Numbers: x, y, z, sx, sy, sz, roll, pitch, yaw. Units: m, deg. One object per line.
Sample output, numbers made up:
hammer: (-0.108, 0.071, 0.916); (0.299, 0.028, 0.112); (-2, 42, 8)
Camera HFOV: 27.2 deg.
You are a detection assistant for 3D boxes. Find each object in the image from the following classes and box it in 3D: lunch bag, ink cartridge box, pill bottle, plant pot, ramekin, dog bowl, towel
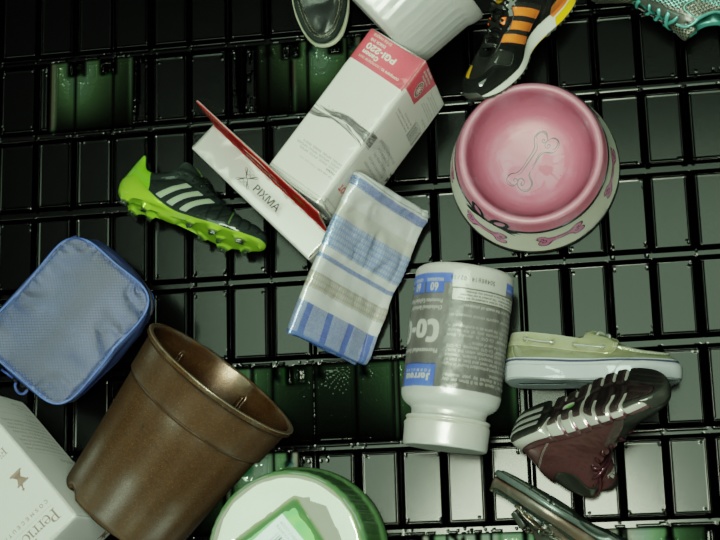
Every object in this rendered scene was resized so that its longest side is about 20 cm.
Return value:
lunch bag: (-0.338, 0.065, 1.737); (0.136, 0.132, 0.200); (43, 87, 0)
ink cartridge box: (-0.112, -0.092, 1.705); (0.200, 0.176, 0.045); (43, 88, 16)
pill bottle: (0.105, 0.099, 1.658); (0.113, 0.114, 0.201); (5, 78, 11)
plant pot: (-0.211, 0.198, 1.660); (0.200, 0.200, 0.199); (38, 93, 15)
ramekin: (-0.073, 0.315, 1.650); (0.199, 0.098, 0.201); (-2, 78, 9)
ramekin: (0.039, -0.333, 1.724); (0.098, 0.200, 0.201); (-43, 74, 6)
dog bowl: (0.197, -0.126, 1.711); (0.199, 0.074, 0.202); (-2, 77, 10)
towel: (0.000, 0.000, 1.686); (0.024, 0.147, 0.201); (19, 83, 40)
ink cartridge box: (-0.002, -0.156, 1.714); (0.085, 0.146, 0.201); (33, 85, 18)

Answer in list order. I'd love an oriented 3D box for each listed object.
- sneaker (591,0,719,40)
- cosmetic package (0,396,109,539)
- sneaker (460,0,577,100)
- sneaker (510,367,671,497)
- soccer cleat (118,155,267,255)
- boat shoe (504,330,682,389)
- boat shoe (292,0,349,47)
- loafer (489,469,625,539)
sneaker: (0.363, -0.312, 1.724); (0.199, 0.078, 0.092); (1, 82, 12)
cosmetic package: (-0.412, 0.265, 1.686); (0.167, 0.166, 0.200); (-44, 76, -2)
sneaker: (0.166, -0.286, 1.717); (0.070, 0.090, 0.200); (9, 53, 52)
sneaker: (0.269, 0.182, 1.610); (0.199, 0.076, 0.116); (-23, 110, 38)
soccer cleat: (-0.195, -0.081, 1.778); (0.199, 0.068, 0.081); (21, 70, 14)
boat shoe: (0.257, 0.097, 1.655); (0.199, 0.072, 0.062); (1, 72, 11)
boat shoe: (-0.053, -0.375, 1.812); (0.074, 0.066, 0.201); (0, 78, 10)
loafer: (0.222, 0.291, 1.621); (0.199, 0.072, 0.063); (30, 90, 13)
